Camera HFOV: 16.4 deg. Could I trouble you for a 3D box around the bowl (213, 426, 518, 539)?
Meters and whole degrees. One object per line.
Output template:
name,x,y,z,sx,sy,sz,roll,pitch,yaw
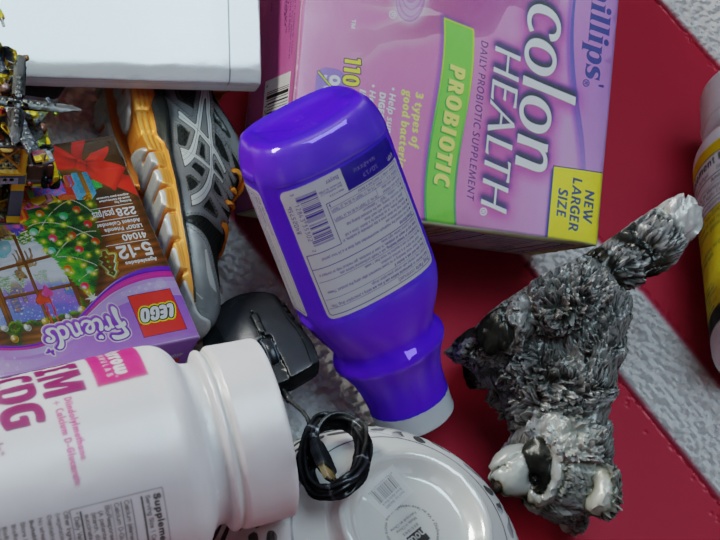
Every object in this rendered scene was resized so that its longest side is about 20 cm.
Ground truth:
bowl,0.015,0.155,1.335,0.200,0.094,0.201,12,53,-17

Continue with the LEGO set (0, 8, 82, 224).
LEGO set,-0.248,-0.101,1.291,0.199,0.116,0.154,4,39,-13

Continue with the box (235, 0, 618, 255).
box,0.040,-0.109,1.480,0.199,0.097,0.177,8,84,-20

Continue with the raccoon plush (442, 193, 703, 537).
raccoon plush,0.147,0.057,1.424,0.200,0.097,0.134,-35,82,-4

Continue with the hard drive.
hard drive,-0.157,-0.171,1.422,0.199,0.027,0.132,1,80,-13

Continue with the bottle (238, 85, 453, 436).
bottle,0.000,0.000,1.387,0.083,0.200,0.065,-29,27,-15

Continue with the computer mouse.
computer mouse,-0.041,0.062,1.352,0.058,0.034,0.200,-19,32,-14

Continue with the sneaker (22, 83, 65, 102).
sneaker,-0.201,-0.158,1.469,0.078,0.090,0.201,16,76,-12

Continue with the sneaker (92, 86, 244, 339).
sneaker,-0.100,-0.049,1.438,0.077,0.078,0.200,6,55,-26

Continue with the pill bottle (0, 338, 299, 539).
pill bottle,-0.139,0.102,1.262,0.199,0.113,0.114,-13,63,-13

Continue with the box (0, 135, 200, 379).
box,-0.202,0.005,1.333,0.200,0.039,0.137,-11,63,-29

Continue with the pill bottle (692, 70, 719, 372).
pill bottle,0.268,-0.031,1.562,0.114,0.114,0.200,12,54,-16
